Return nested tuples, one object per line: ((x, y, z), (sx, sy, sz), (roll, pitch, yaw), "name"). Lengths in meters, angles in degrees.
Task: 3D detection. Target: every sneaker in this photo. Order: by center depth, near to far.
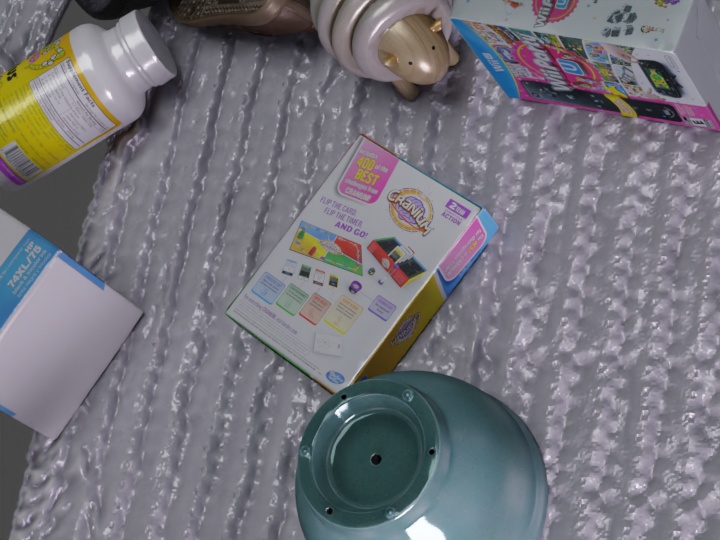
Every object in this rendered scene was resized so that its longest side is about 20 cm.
((-0.111, -0.247, 1.694), (0.200, 0.075, 0.071), (22, 87, 54), "sneaker")

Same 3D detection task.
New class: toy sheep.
((0.017, -0.235, 1.579), (0.138, 0.138, 0.200), (-41, 56, 3), "toy sheep")

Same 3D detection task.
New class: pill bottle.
((-0.277, -0.166, 1.706), (0.199, 0.104, 0.105), (-30, 57, 9), "pill bottle")

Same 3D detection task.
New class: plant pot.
((0.031, 0.161, 1.381), (0.199, 0.134, 0.201), (-11, 62, 20), "plant pot")

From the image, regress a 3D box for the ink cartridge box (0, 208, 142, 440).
((-0.336, 0.026, 1.616), (0.200, 0.147, 0.146), (31, 82, 33), "ink cartridge box")

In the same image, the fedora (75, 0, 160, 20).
((-0.235, -0.297, 1.723), (0.200, 0.201, 0.092), (-23, 87, 15), "fedora")

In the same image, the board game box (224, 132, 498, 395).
((0.000, 0.000, 1.529), (0.153, 0.040, 0.200), (34, 84, 34), "board game box")

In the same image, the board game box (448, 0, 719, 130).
((0.193, -0.184, 1.461), (0.199, 0.148, 0.065), (14, 75, 31), "board game box")
